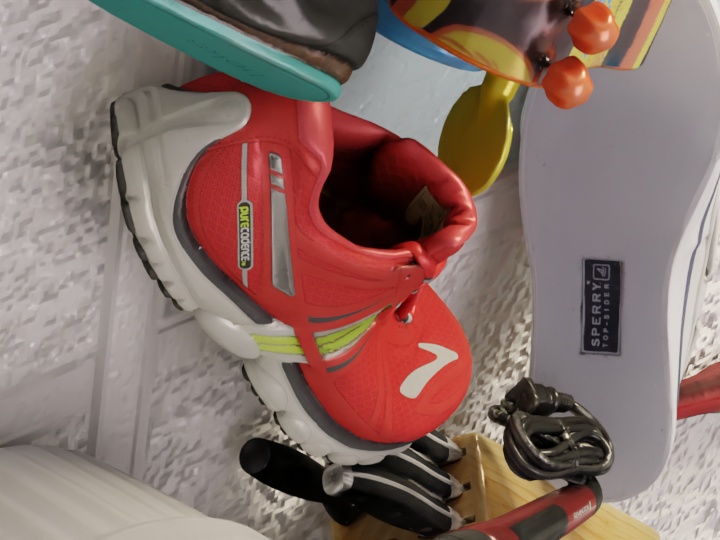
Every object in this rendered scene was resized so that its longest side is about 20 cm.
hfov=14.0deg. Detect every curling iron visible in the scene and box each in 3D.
[{"bbox_3d":[0.155,0.039,1.188,0.200,0.026,0.050,2,120,-52],"label":"curling iron"},{"bbox_3d":[0.028,0.085,0.932,0.026,0.050,0.200,-41,175,34],"label":"curling iron"}]

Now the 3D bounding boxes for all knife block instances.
[{"bbox_3d":[0.031,0.092,1.040,0.176,0.064,0.200,64,26,-17],"label":"knife block"}]

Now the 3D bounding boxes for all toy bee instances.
[{"bbox_3d":[0.043,-0.077,0.878,0.200,0.109,0.131,-22,136,-39],"label":"toy bee"}]

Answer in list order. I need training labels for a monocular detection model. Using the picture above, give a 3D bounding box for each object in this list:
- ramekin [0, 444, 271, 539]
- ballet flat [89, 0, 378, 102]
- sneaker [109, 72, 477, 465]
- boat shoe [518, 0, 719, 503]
[{"bbox_3d":[-0.109,0.144,0.895,0.202,0.094,0.203,-32,141,-30],"label":"ramekin"},{"bbox_3d":[-0.074,-0.100,0.749,0.200,0.068,0.069,17,85,-43],"label":"ballet flat"},{"bbox_3d":[0.000,0.000,0.891,0.085,0.077,0.200,-16,152,18],"label":"sneaker"},{"bbox_3d":[0.090,-0.020,1.033,0.065,0.073,0.201,-61,161,-65],"label":"boat shoe"}]
